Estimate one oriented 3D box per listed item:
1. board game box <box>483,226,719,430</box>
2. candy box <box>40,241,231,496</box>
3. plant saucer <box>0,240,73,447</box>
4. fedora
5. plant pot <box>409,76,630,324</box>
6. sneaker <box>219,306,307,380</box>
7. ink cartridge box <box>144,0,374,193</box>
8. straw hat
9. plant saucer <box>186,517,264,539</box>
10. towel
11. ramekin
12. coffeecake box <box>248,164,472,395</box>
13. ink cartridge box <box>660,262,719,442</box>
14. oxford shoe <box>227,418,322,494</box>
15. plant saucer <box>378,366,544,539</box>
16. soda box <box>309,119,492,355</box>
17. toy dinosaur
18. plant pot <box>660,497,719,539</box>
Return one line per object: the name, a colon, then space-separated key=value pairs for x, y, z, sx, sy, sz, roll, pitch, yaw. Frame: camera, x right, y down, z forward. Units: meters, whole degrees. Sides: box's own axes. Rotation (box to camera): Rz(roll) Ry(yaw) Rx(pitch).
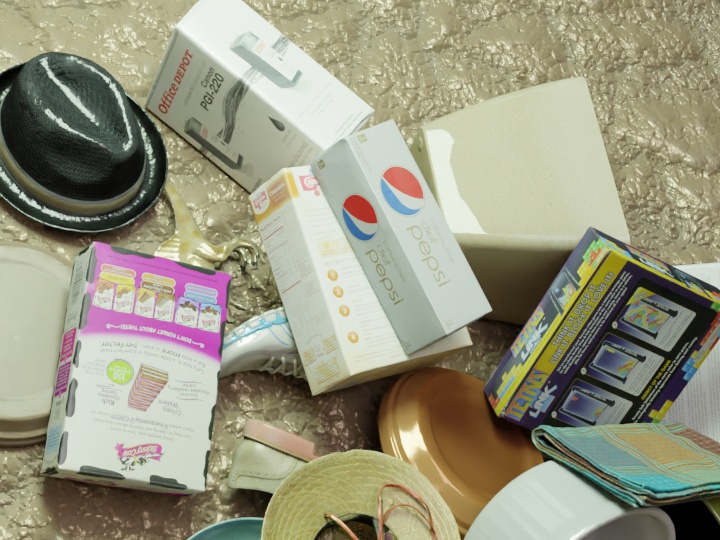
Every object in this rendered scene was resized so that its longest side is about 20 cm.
board game box: x=0.242 y=0.078 z=1.281 sx=0.164 sy=0.201 sz=0.057 roll=24 pitch=20 yaw=-21
candy box: x=-0.196 y=0.090 z=1.164 sx=0.135 sy=0.061 sz=0.202 roll=15 pitch=70 yaw=-26
plant saucer: x=-0.314 y=0.059 z=1.179 sx=0.198 sy=0.029 sz=0.202 roll=10 pitch=61 yaw=-19
fedora: x=-0.273 y=-0.138 z=1.258 sx=0.199 sy=0.092 sz=0.202 roll=9 pitch=60 yaw=-16
plant pot: x=0.139 y=-0.064 z=1.361 sx=0.176 sy=0.200 sz=0.201 roll=-3 pitch=65 yaw=-15
sneaker: x=-0.056 y=0.077 z=1.262 sx=0.199 sy=0.075 sz=0.087 roll=-19 pitch=78 yaw=-31
ink cartridge box: x=-0.106 y=-0.165 z=1.322 sx=0.200 sy=0.146 sz=0.085 roll=40 pitch=56 yaw=1
straw hat: x=-0.012 y=0.260 z=1.142 sx=0.200 sy=0.085 sz=0.202 roll=15 pitch=56 yaw=-23
plant saucer: x=-0.092 y=0.316 z=1.142 sx=0.199 sy=0.027 sz=0.202 roll=10 pitch=60 yaw=-19
towel: x=0.271 y=0.170 z=1.198 sx=0.199 sy=0.146 sz=0.022 roll=1 pitch=107 yaw=-36
ramekin: x=0.180 y=0.267 z=1.190 sx=0.199 sy=0.202 sz=0.098 roll=-15 pitch=38 yaw=-30
coffeecake box: x=0.000 y=0.000 z=1.248 sx=0.153 sy=0.073 sz=0.201 roll=-10 pitch=77 yaw=-38
ink cartridge box: x=0.324 y=0.096 z=1.376 sx=0.172 sy=0.044 sz=0.202 roll=-4 pitch=88 yaw=11
oxford shoe: x=-0.030 y=0.209 z=1.214 sx=0.199 sy=0.071 sz=0.074 roll=27 pitch=77 yaw=-9
plant saucer: x=0.107 y=0.174 z=1.266 sx=0.199 sy=0.037 sz=0.201 roll=25 pitch=40 yaw=-23
soda box: x=0.036 y=-0.031 z=1.199 sx=0.068 sy=0.064 sz=0.201 roll=-24 pitch=85 yaw=-41
toy dinosaur: x=-0.154 y=-0.014 z=1.273 sx=0.100 sy=0.058 sz=0.202 roll=3 pitch=63 yaw=-22
plant pot: x=0.345 y=0.257 z=1.296 sx=0.199 sy=0.187 sz=0.188 roll=-12 pitch=69 yaw=-42
